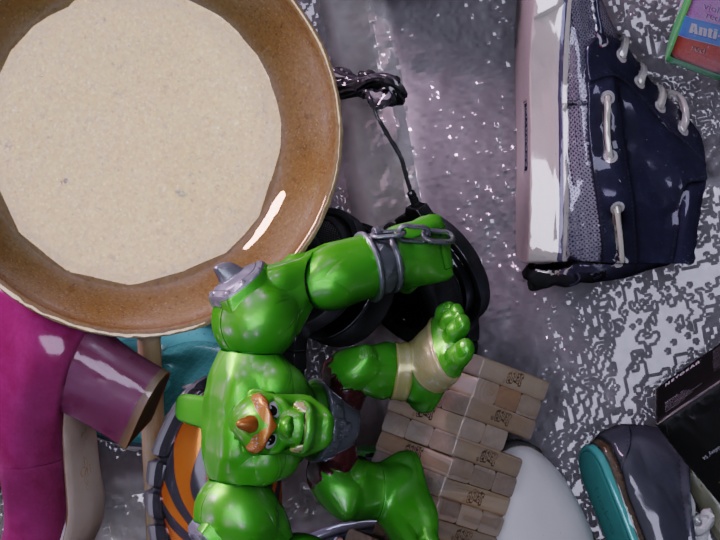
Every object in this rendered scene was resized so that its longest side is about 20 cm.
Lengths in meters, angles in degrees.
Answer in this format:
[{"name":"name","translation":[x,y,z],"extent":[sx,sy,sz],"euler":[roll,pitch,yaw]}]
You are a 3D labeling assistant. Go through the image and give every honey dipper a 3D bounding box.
[{"name":"honey dipper","translation":[-0.102,0.106,1.418],"extent":[0.038,0.038,0.201],"euler":[-1,109,2]}]

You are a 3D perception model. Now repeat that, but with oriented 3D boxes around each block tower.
[{"name":"block tower","translation":[0.029,0.139,1.396],"extent":[0.054,0.058,0.201],"euler":[17,87,46]}]

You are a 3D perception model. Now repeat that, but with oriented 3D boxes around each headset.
[{"name":"headset","translation":[0.000,0.000,1.426],"extent":[0.123,0.094,0.201],"euler":[-1,99,-41]}]

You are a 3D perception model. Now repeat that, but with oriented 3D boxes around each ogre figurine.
[{"name":"ogre figurine","translation":[-0.019,0.075,1.327],"extent":[0.119,0.098,0.201],"euler":[5,109,-20]}]

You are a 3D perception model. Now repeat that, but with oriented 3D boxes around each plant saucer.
[{"name":"plant saucer","translation":[-0.109,-0.066,1.358],"extent":[0.199,0.035,0.201],"euler":[1,82,-7]}]

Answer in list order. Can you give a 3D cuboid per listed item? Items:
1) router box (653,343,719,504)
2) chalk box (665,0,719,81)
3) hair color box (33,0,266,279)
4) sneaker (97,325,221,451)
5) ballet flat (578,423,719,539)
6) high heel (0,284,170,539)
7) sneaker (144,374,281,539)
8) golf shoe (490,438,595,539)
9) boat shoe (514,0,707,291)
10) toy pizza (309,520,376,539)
[{"name":"router box","translation":[0.266,0.067,1.388],"extent":[0.200,0.051,0.149],"euler":[-35,104,18]},{"name":"chalk box","translation":[0.229,-0.156,1.368],"extent":[0.124,0.124,0.200],"euler":[21,55,3]},{"name":"hair color box","translation":[-0.119,-0.086,1.432],"extent":[0.061,0.102,0.201],"euler":[-30,88,-1]},{"name":"sneaker","translation":[-0.144,0.052,1.437],"extent":[0.199,0.080,0.078],"euler":[2,87,2]},{"name":"ballet flat","translation":[0.167,0.172,1.426],"extent":[0.073,0.073,0.201],"euler":[-14,80,2]},{"name":"high heel","translation":[-0.170,0.097,1.399],"extent":[0.096,0.067,0.200],"euler":[32,115,6]},{"name":"sneaker","translation":[-0.050,0.155,1.374],"extent":[0.077,0.112,0.201],"euler":[-5,104,-32]},{"name":"golf shoe","translation":[0.107,0.176,1.402],"extent":[0.077,0.094,0.201],"euler":[-9,80,-27]},{"name":"boat shoe","translation":[0.128,-0.090,1.443],"extent":[0.092,0.075,0.201],"euler":[0,95,-4]},{"name":"toy pizza","translation":[0.014,0.227,1.446],"extent":[0.199,0.032,0.201],"euler":[0,87,2]}]
